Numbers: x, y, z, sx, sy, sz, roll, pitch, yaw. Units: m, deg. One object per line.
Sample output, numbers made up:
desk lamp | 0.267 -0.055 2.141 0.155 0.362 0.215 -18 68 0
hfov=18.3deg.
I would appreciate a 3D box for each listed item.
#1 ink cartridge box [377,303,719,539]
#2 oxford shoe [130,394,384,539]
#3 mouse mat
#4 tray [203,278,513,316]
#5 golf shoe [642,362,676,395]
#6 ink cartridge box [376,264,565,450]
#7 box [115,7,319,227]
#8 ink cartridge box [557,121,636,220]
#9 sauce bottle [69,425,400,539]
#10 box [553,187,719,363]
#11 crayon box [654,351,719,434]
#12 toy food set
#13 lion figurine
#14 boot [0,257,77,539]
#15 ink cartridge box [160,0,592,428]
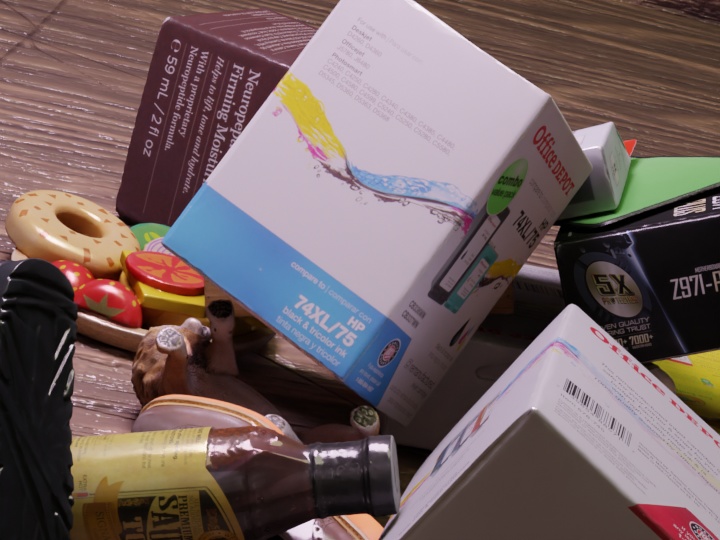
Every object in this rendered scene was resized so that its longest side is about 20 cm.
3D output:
ink cartridge box | 0.105 0.136 1.152 0.145 0.145 0.200 42 19 0
oxford shoe | -0.067 0.128 1.212 0.199 0.072 0.073 30 27 36
mouse mat | 0.165 -0.053 1.480 0.160 0.008 0.200 -18 10 -26
tray | 0.000 0.000 1.474 0.198 0.037 0.099 0 17 1
golf shoe | 0.161 0.134 1.355 0.091 0.073 0.200 27 43 7
ink cartridge box | 0.081 0.057 1.527 0.143 0.085 0.200 10 15 -7
box | -0.054 -0.094 1.744 0.199 0.167 0.164 23 17 22
ink cartridge box | 0.097 -0.068 1.491 0.161 0.058 0.200 -12 17 14
sauce bottle | -0.080 0.111 1.147 0.198 0.067 0.066 -6 16 7
box | 0.217 -0.010 1.447 0.162 0.087 0.200 -10 10 12
crayon box | 0.232 0.099 1.611 0.126 0.051 0.200 14 16 -10
toy food set | -0.145 0.005 1.550 0.196 0.049 0.200 10 18 -22
lion figurine | -0.064 0.091 1.320 0.072 0.123 0.200 -34 63 -26
boot | -0.225 0.097 1.121 0.167 0.202 0.076 -12 -25 35
ink cartridge box | 0.014 -0.040 1.326 0.146 0.201 0.147 36 -2 22
